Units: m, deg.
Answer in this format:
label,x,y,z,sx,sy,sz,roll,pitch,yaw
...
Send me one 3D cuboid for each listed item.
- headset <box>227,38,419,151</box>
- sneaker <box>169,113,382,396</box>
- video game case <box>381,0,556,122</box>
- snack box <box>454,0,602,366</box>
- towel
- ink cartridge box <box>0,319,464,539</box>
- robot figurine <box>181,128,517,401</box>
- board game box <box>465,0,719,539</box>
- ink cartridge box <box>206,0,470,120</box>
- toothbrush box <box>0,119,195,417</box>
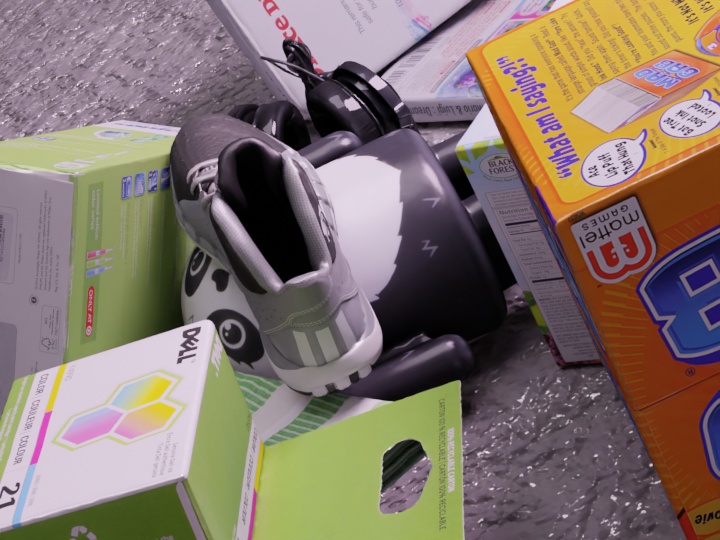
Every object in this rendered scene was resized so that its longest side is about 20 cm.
label,x,y,z,sx,sy,sz,roll,pitch,yaw
headset,-0.024,-0.074,1.533,0.123,0.094,0.200,-21,42,6
sneaker,-0.051,-0.040,1.235,0.075,0.116,0.200,-28,48,-7
video game case,0.121,-0.160,1.633,0.182,0.024,0.200,1,37,42
snack box,0.134,-0.066,1.324,0.053,0.143,0.200,-6,33,34
towel,-0.070,0.097,1.201,0.152,0.023,0.200,-37,27,-32
ink cartridge box,-0.060,0.083,1.100,0.199,0.076,0.148,-18,24,10
robot figurine,0.000,0.000,1.341,0.199,0.125,0.150,-27,14,-1
board game box,0.190,-0.025,1.137,0.199,0.200,0.200,-25,27,3
ink cartridge box,-0.006,-0.217,1.670,0.200,0.146,0.083,-37,13,-7
toothbrush box,-0.144,0.002,1.347,0.086,0.146,0.200,9,12,23
